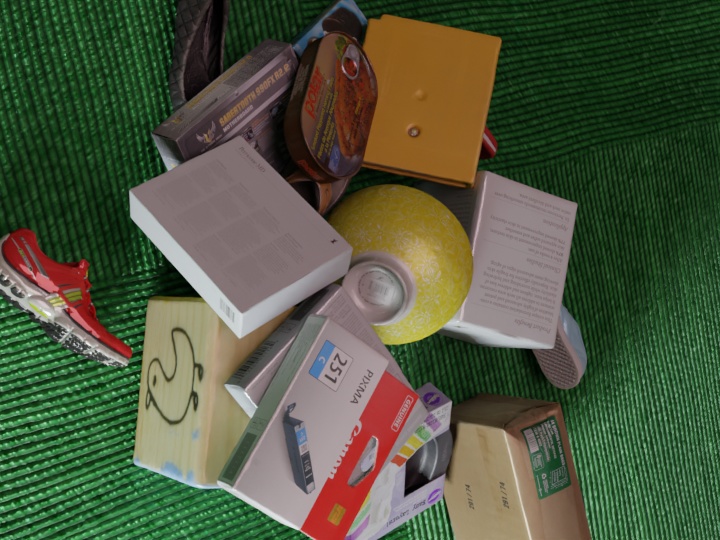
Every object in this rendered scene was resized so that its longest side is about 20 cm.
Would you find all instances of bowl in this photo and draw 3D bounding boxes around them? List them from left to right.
[{"bbox_3d":[0.029,0.009,1.301,0.201,0.199,0.108,66,21,-14],"label":"bowl"}]

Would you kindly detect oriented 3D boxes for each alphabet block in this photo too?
[{"bbox_3d":[-0.132,0.137,1.267,0.196,0.195,0.201,7,85,-34],"label":"alphabet block"}]

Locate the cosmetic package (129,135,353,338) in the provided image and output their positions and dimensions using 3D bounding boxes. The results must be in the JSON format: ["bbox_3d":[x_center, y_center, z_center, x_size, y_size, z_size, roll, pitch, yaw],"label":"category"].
[{"bbox_3d":[-0.129,-0.041,1.178,0.151,0.052,0.200,-32,64,-28],"label":"cosmetic package"}]

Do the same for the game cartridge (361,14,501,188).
[{"bbox_3d":[0.076,-0.217,1.397,0.175,0.032,0.201,12,78,2],"label":"game cartridge"}]

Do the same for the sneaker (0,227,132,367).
[{"bbox_3d":[-0.320,0.030,1.218,0.200,0.077,0.085,46,62,-24],"label":"sneaker"}]

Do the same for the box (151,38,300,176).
[{"bbox_3d":[-0.138,-0.154,1.310,0.200,0.048,0.159,-46,135,-27],"label":"box"}]

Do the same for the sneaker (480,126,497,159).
[{"bbox_3d":[0.142,-0.255,1.509,0.200,0.078,0.116,46,68,-25],"label":"sneaker"}]

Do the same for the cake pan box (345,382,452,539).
[{"bbox_3d":[0.030,0.257,1.404,0.199,0.052,0.185,-23,134,-32],"label":"cake pan box"}]

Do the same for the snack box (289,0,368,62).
[{"bbox_3d":[-0.002,-0.245,1.440,0.116,0.037,0.200,-48,114,-23],"label":"snack box"}]

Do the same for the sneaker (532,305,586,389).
[{"bbox_3d":[0.275,0.071,1.608,0.082,0.074,0.201,-31,103,-60],"label":"sneaker"}]

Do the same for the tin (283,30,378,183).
[{"bbox_3d":[-0.035,-0.195,1.309,0.112,0.042,0.201,43,47,-39],"label":"tin"}]

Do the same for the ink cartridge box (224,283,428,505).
[{"bbox_3d":[-0.031,0.139,1.199,0.160,0.047,0.200,-47,118,-24],"label":"ink cartridge box"}]

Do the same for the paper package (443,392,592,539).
[{"bbox_3d":[0.197,0.278,1.474,0.103,0.190,0.201,-19,99,-31],"label":"paper package"}]

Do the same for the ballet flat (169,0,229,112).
[{"bbox_3d":[-0.187,-0.242,1.295,0.066,0.057,0.201,-9,107,-37],"label":"ballet flat"}]

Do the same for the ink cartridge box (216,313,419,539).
[{"bbox_3d":[-0.029,0.175,1.146,0.176,0.045,0.201,38,72,-29],"label":"ink cartridge box"}]

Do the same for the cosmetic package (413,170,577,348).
[{"bbox_3d":[0.162,-0.011,1.468,0.167,0.166,0.201,17,80,-31],"label":"cosmetic package"}]

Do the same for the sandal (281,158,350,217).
[{"bbox_3d":[-0.075,-0.088,1.307,0.200,0.055,0.082,-43,100,-27],"label":"sandal"}]
